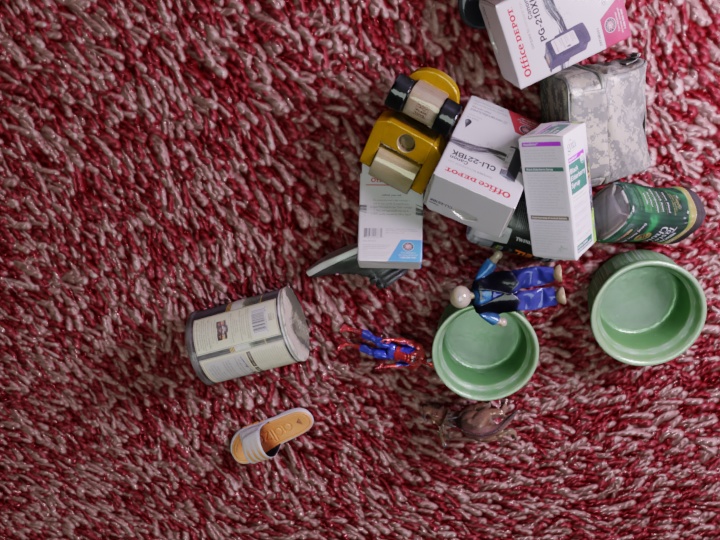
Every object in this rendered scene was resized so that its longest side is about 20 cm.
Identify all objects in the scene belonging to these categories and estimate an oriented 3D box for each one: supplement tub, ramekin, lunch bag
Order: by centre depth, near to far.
[{"bbox_3d":[0.398,-0.245,1.252,0.165,0.140,0.202,-12,113,-3],"label":"lunch bag"},{"bbox_3d":[0.295,-0.087,1.331,0.197,0.123,0.124,14,112,1],"label":"supplement tub"},{"bbox_3d":[0.511,0.061,1.371,0.197,0.098,0.203,2,111,5],"label":"ramekin"},{"bbox_3d":[0.234,0.136,1.436,0.197,0.098,0.203,2,111,5],"label":"ramekin"}]

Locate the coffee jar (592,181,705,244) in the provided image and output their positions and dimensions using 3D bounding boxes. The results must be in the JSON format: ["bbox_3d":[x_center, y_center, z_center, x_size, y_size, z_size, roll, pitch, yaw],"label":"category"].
[{"bbox_3d":[0.487,-0.095,1.281,0.198,0.086,0.104,-1,152,-29],"label":"coffee jar"}]

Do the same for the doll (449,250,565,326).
[{"bbox_3d":[0.255,0.032,1.330,0.197,0.048,0.138,-9,99,7],"label":"doll"}]

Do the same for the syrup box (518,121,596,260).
[{"bbox_3d":[0.313,-0.126,1.190,0.081,0.078,0.202,7,118,39],"label":"syrup box"}]

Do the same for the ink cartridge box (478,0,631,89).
[{"bbox_3d":[0.308,-0.402,1.199,0.198,0.085,0.146,-25,118,3],"label":"ink cartridge box"}]

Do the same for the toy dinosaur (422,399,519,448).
[{"bbox_3d":[0.220,0.304,1.477,0.134,0.199,0.087,-3,86,-34],"label":"toy dinosaur"}]

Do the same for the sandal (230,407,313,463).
[{"bbox_3d":[-0.194,0.353,1.583,0.205,0.059,0.080,-30,105,16],"label":"sandal"}]

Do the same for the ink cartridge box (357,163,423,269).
[{"bbox_3d":[0.056,-0.108,1.350,0.114,0.067,0.203,2,79,5],"label":"ink cartridge box"}]

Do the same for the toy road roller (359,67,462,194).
[{"bbox_3d":[0.096,-0.246,1.284,0.122,0.146,0.201,28,124,2],"label":"toy road roller"}]

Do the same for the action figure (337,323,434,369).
[{"bbox_3d":[0.053,0.156,1.470,0.197,0.052,0.066,12,108,12],"label":"action figure"}]

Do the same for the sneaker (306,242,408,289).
[{"bbox_3d":[0.000,0.000,1.421,0.198,0.071,0.100,-21,103,9],"label":"sneaker"}]

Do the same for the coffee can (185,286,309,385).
[{"bbox_3d":[-0.214,0.126,1.451,0.197,0.147,0.148,-15,109,11],"label":"coffee can"}]

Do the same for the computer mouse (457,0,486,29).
[{"bbox_3d":[0.235,-0.482,1.225,0.138,0.053,0.200,39,104,-22],"label":"computer mouse"}]

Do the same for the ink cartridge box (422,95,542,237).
[{"bbox_3d":[0.208,-0.174,1.250,0.143,0.201,0.084,24,148,7],"label":"ink cartridge box"}]
